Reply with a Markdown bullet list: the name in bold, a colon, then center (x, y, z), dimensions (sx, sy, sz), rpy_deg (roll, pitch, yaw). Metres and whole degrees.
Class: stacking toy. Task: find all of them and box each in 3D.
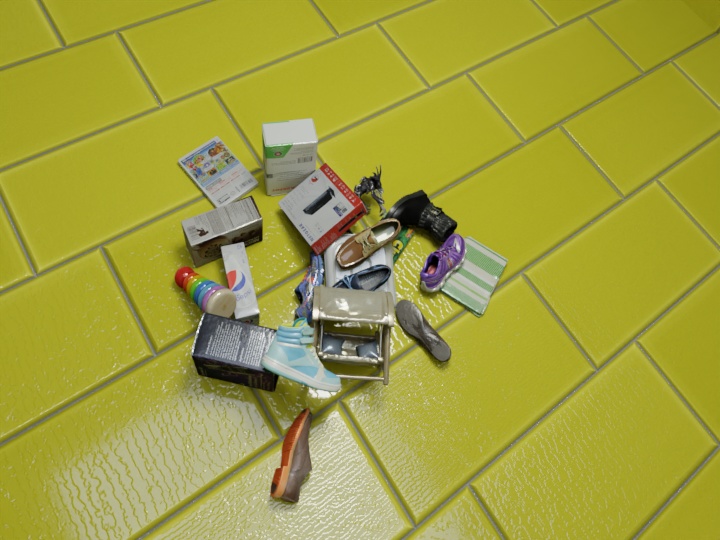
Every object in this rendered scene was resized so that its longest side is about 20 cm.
- **stacking toy**: center (-0.390, 0.046, 1.380), dimensions (0.197, 0.087, 0.085), rpy_deg (32, 60, 35)

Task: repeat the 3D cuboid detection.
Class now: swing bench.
- **swing bench**: center (-0.024, 0.149, 1.342), dimensions (0.191, 0.130, 0.209), rpy_deg (4, 99, -6)

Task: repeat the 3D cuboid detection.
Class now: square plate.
- **square plate**: center (0.000, 0.000, 1.494), dimensions (0.190, 0.028, 0.209), rpy_deg (-3, 82, -10)

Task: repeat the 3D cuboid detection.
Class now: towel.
- **towel**: center (0.316, 0.011, 1.583), dimensions (0.150, 0.024, 0.203), rpy_deg (31, 64, 7)

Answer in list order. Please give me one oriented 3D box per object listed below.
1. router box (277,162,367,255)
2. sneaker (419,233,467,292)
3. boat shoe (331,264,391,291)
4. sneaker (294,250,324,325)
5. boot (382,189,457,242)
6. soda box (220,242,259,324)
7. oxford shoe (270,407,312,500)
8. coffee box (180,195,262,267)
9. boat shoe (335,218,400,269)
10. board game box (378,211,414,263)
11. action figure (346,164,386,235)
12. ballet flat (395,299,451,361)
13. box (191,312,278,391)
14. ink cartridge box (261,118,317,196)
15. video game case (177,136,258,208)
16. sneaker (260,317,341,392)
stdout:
- **router box**: center (-0.104, -0.168, 1.513), dimensions (0.178, 0.049, 0.201), rpy_deg (-39, 54, -4)
- **sneaker**: center (0.227, -0.032, 1.539), dimensions (0.079, 0.085, 0.202), rpy_deg (18, 57, 33)
- **boat shoe**: center (-0.010, 0.033, 1.437), dimensions (0.197, 0.069, 0.086), rpy_deg (-35, 88, -13)
- **sneaker**: center (-0.133, 0.039, 1.459), dimensions (0.075, 0.076, 0.207), rpy_deg (4, 61, -4)
- **boot**: center (0.171, -0.136, 1.574), dimensions (0.208, 0.080, 0.159), rpy_deg (-30, 71, -39)
- **soda box**: center (-0.306, 0.036, 1.430), dimensions (0.061, 0.069, 0.206), rpy_deg (-11, 67, -15)
- **oxford shoe**: center (-0.141, 0.419, 1.280), dimensions (0.071, 0.071, 0.206), rpy_deg (27, 65, -18)
- **coffee box**: center (-0.356, -0.102, 1.464), dimensions (0.195, 0.114, 0.081), rpy_deg (-24, 69, -21)
- **boat shoe**: center (0.022, -0.078, 1.458), dimensions (0.197, 0.074, 0.077), rpy_deg (-35, 88, -14)
- **board game box**: center (0.064, -0.064, 1.574), dimensions (0.103, 0.024, 0.202), rpy_deg (33, 63, 4)
- **action figure**: center (0.014, -0.191, 1.572), dimensions (0.102, 0.118, 0.202), rpy_deg (41, 81, -23)
- **ballet flat**: center (0.166, 0.158, 1.474), dimensions (0.068, 0.046, 0.200), rpy_deg (-46, 71, 6)
- **box**: center (-0.282, 0.194, 1.312), dimensions (0.192, 0.149, 0.108), rpy_deg (12, 62, -2)
- **ink cartridge box**: center (-0.197, -0.308, 1.546), dimensions (0.140, 0.202, 0.087), rpy_deg (-9, 61, -14)
- **video game case**: center (-0.403, -0.277, 1.595), dimensions (0.142, 0.018, 0.200), rpy_deg (-37, 76, -24)
- **sneaker**: center (-0.110, 0.182, 1.236), dimensions (0.196, 0.079, 0.135), rpy_deg (25, 80, -27)
